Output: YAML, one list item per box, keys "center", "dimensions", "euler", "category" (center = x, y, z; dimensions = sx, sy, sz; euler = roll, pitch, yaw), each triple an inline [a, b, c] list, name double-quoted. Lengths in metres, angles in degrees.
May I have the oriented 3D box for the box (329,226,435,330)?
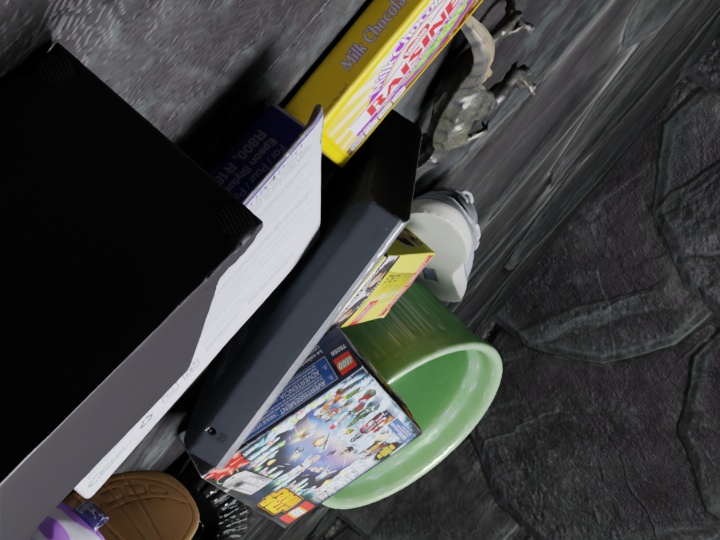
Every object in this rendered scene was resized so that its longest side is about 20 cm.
- center: [0.000, 0.000, 1.148]
  dimensions: [0.075, 0.050, 0.200]
  euler: [-50, 172, 8]
  category: "box"

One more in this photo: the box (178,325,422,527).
- center: [-0.038, 0.122, 1.143]
  dimensions: [0.136, 0.040, 0.200]
  euler: [-34, 156, 2]
  category: "box"

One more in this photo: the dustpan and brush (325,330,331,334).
- center: [-0.084, 0.109, 1.231]
  dimensions: [0.139, 0.057, 0.200]
  euler: [-41, 163, -15]
  category: "dustpan and brush"

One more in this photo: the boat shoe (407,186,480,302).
- center: [0.068, -0.035, 1.329]
  dimensions: [0.201, 0.069, 0.072]
  euler: [77, 28, -70]
  category: "boat shoe"

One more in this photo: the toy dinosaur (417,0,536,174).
- center: [0.079, -0.128, 1.023]
  dimensions: [0.088, 0.047, 0.200]
  euler: [-38, 165, -23]
  category: "toy dinosaur"

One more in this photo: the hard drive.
- center: [-0.034, 0.008, 0.928]
  dimensions: [0.200, 0.033, 0.140]
  euler: [-54, -169, 25]
  category: "hard drive"

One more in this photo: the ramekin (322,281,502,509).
- center: [0.016, 0.103, 1.335]
  dimensions: [0.199, 0.098, 0.201]
  euler: [-29, 149, -19]
  category: "ramekin"

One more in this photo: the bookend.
- center: [-0.144, 0.060, 0.528]
  dimensions: [0.200, 0.092, 0.199]
  euler: [-47, 173, -26]
  category: "bookend"

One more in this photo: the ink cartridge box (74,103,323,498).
- center: [-0.094, 0.014, 0.752]
  dimensions: [0.200, 0.041, 0.200]
  euler: [-49, 172, -14]
  category: "ink cartridge box"

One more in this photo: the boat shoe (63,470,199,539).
- center: [-0.188, 0.192, 0.987]
  dimensions: [0.199, 0.074, 0.063]
  euler: [-26, 164, -44]
  category: "boat shoe"

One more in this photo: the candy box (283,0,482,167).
- center: [0.038, -0.142, 0.804]
  dimensions: [0.200, 0.026, 0.102]
  euler: [-50, 168, 3]
  category: "candy box"

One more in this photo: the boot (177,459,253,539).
- center: [-0.138, 0.195, 1.190]
  dimensions: [0.157, 0.080, 0.211]
  euler: [-35, 176, -34]
  category: "boot"

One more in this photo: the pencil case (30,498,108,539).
- center: [-0.216, 0.210, 0.848]
  dimensions: [0.200, 0.085, 0.084]
  euler: [-40, 169, -45]
  category: "pencil case"
